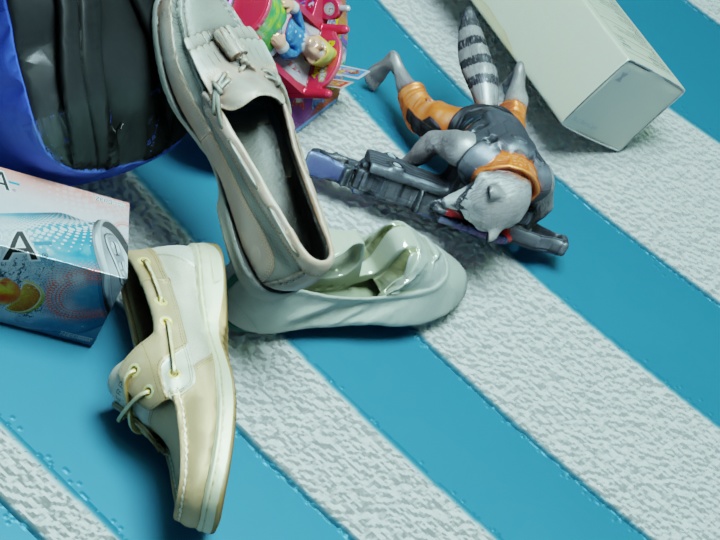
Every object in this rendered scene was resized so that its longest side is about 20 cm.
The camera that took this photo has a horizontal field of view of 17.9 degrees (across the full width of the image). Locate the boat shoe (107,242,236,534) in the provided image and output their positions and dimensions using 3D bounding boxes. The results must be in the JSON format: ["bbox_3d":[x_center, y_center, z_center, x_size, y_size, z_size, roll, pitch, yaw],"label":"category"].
[{"bbox_3d":[-0.111,0.065,1.310,0.069,0.074,0.200,4,45,-13],"label":"boat shoe"}]

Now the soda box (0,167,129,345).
[{"bbox_3d":[-0.237,-0.023,1.319,0.200,0.064,0.068,15,42,-18],"label":"soda box"}]

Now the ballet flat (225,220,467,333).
[{"bbox_3d":[0.000,0.000,1.444,0.200,0.069,0.069,-6,53,-37],"label":"ballet flat"}]

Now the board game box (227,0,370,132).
[{"bbox_3d":[-0.044,-0.160,1.514,0.039,0.158,0.200,5,28,29],"label":"board game box"}]

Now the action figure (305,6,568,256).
[{"bbox_3d":[0.060,-0.093,1.552,0.200,0.105,0.194,14,33,-25],"label":"action figure"}]

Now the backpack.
[{"bbox_3d":[-0.195,-0.150,1.402,0.162,0.168,0.200,-20,96,-43],"label":"backpack"}]

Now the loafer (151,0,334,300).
[{"bbox_3d":[-0.062,-0.084,1.353,0.072,0.063,0.200,-18,88,-38],"label":"loafer"}]

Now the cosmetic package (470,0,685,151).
[{"bbox_3d":[0.144,-0.193,1.702,0.103,0.073,0.200,18,34,-56],"label":"cosmetic package"}]
